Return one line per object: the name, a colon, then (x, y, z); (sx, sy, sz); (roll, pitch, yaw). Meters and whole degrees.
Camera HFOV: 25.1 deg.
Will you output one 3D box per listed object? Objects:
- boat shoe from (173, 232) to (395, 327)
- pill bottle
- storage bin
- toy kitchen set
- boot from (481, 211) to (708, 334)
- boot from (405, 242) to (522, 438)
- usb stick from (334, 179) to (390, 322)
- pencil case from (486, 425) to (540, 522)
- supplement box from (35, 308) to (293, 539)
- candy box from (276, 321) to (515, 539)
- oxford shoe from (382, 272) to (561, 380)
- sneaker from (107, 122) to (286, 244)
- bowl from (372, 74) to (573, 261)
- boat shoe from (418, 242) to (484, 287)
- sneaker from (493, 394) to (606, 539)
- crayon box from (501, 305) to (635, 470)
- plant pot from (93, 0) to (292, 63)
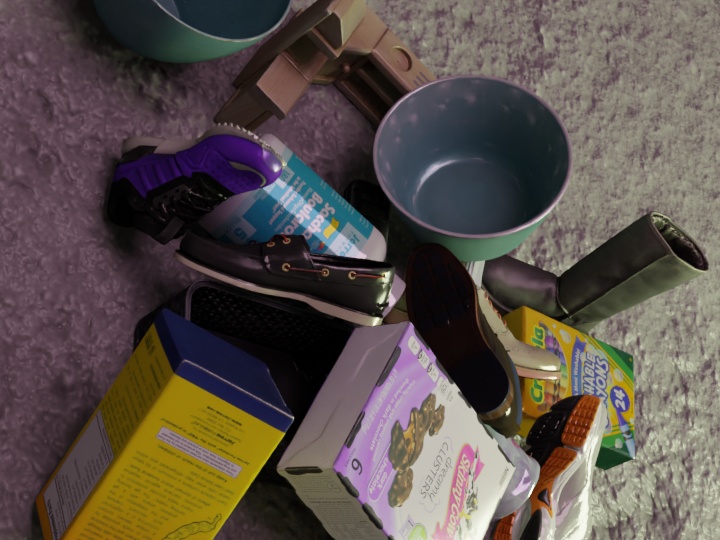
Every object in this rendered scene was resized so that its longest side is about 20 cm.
boat shoe: (-0.067, -0.004, 1.449); (0.200, 0.074, 0.064); (15, 98, -12)
pill bottle: (-0.052, -0.027, 1.539); (0.200, 0.111, 0.111); (41, 48, -9)
storage bin: (-0.098, 0.105, 1.457); (0.199, 0.094, 0.136); (19, 57, -33)
toy kitchen set: (-0.003, -0.188, 1.635); (0.180, 0.163, 0.200); (44, 48, -14)
boot: (0.240, -0.003, 1.719); (0.181, 0.200, 0.073); (26, 53, -28)
boot: (0.100, 0.072, 1.559); (0.097, 0.074, 0.201); (55, 13, -56)
usb stick: (0.000, 0.000, 1.635); (0.055, 0.033, 0.201); (20, 57, -23)
pencil case: (0.090, 0.156, 1.589); (0.200, 0.083, 0.091); (46, 40, -17)
supplement box: (-0.159, 0.153, 1.295); (0.109, 0.201, 0.109); (31, 10, -24)
candy box: (0.037, 0.175, 1.430); (0.200, 0.071, 0.168); (54, 48, -29)
oxford shoe: (0.123, 0.056, 1.626); (0.199, 0.071, 0.074); (22, 87, -20)
sneaker: (-0.152, -0.068, 1.438); (0.070, 0.199, 0.100); (42, 59, -38)
bowl: (0.112, -0.090, 1.646); (0.199, 0.105, 0.202); (-1, 59, 1)
boat shoe: (0.094, -0.025, 1.699); (0.062, 0.072, 0.201); (24, 58, -30)
sneaker: (0.207, 0.225, 1.652); (0.092, 0.075, 0.201); (34, 77, -38)
crayon box: (0.208, 0.123, 1.734); (0.199, 0.051, 0.126); (23, 55, -29)
plant pot: (-0.181, -0.278, 1.549); (0.199, 0.135, 0.201); (19, 57, -32)
